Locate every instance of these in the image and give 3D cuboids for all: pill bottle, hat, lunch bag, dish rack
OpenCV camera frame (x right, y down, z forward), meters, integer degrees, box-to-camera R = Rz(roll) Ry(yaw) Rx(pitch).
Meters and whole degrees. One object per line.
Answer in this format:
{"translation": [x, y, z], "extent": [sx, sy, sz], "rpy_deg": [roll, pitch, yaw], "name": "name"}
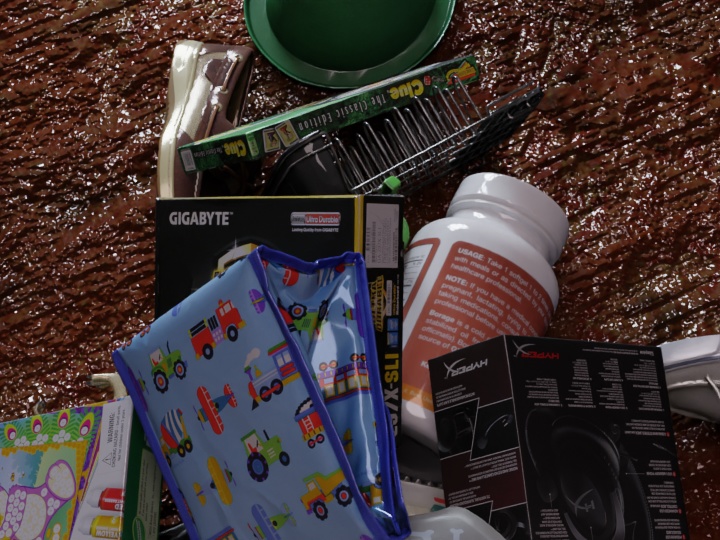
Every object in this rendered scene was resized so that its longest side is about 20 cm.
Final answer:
{"translation": [0.068, 0.039, 1.309], "extent": [0.111, 0.112, 0.201], "rpy_deg": [20, 65, 13], "name": "pill bottle"}
{"translation": [-0.017, -0.244, 1.426], "extent": [0.165, 0.176, 0.201], "rpy_deg": [21, 65, 13], "name": "hat"}
{"translation": [-0.050, 0.109, 1.150], "extent": [0.094, 0.150, 0.202], "rpy_deg": [3, 63, -44], "name": "lunch bag"}
{"translation": [0.031, -0.083, 1.352], "extent": [0.199, 0.153, 0.055], "rpy_deg": [-27, 84, -16], "name": "dish rack"}

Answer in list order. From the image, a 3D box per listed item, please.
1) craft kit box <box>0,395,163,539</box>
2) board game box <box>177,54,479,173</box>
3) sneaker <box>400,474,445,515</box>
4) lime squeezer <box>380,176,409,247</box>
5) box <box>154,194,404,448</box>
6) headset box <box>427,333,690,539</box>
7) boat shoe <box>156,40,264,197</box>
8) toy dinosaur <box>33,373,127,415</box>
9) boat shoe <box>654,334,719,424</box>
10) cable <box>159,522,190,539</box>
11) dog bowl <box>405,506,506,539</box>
{"translation": [-0.219, 0.193, 1.231], "extent": [0.196, 0.048, 0.202], "rpy_deg": [-15, 59, 30], "name": "craft kit box"}
{"translation": [-0.022, -0.111, 1.370], "extent": [0.199, 0.104, 0.024], "rpy_deg": [-22, 101, -30], "name": "board game box"}
{"translation": [-0.010, 0.175, 1.254], "extent": [0.198, 0.070, 0.094], "rpy_deg": [13, 78, -5], "name": "sneaker"}
{"translation": [0.000, 0.000, 1.317], "extent": [0.038, 0.201, 0.071], "rpy_deg": [30, 39, -2], "name": "lime squeezer"}
{"translation": [-0.056, 0.031, 1.261], "extent": [0.199, 0.049, 0.161], "rpy_deg": [2, 93, 45], "name": "box"}
{"translation": [0.129, 0.148, 1.207], "extent": [0.148, 0.077, 0.202], "rpy_deg": [5, 73, -40], "name": "headset box"}
{"translation": [-0.106, -0.083, 1.409], "extent": [0.071, 0.072, 0.201], "rpy_deg": [0, 56, 4], "name": "boat shoe"}
{"translation": [-0.167, 0.127, 1.300], "extent": [0.199, 0.058, 0.102], "rpy_deg": [-20, 60, 20], "name": "toy dinosaur"}
{"translation": [0.275, 0.095, 1.297], "extent": [0.200, 0.075, 0.087], "rpy_deg": [1, 64, -8], "name": "boat shoe"}
{"translation": [-0.116, 0.191, 1.289], "extent": [0.097, 0.051, 0.200], "rpy_deg": [30, 55, 25], "name": "cable"}
{"translation": [0.032, 0.239, 1.156], "extent": [0.058, 0.201, 0.200], "rpy_deg": [-13, 55, -44], "name": "dog bowl"}
